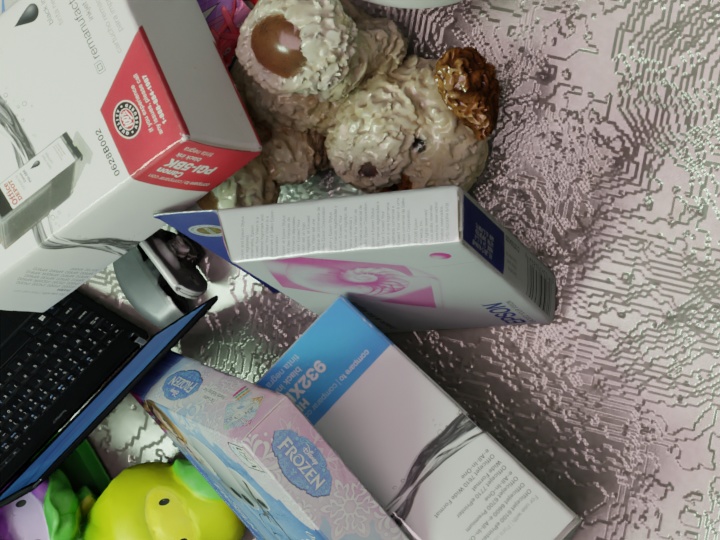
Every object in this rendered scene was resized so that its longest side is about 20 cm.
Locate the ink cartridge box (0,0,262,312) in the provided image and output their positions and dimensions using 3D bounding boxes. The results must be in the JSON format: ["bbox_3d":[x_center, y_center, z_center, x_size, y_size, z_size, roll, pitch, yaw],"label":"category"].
[{"bbox_3d":[-0.179,-0.085,1.410,0.200,0.083,0.147,-34,70,27],"label":"ink cartridge box"}]

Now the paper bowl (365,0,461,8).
[{"bbox_3d":[0.028,-0.237,1.404,0.200,0.201,0.105,28,136,15],"label":"paper bowl"}]

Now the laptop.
[{"bbox_3d":[-0.218,0.060,1.505,0.199,0.177,0.104,29,148,24],"label":"laptop"}]

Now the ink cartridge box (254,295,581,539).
[{"bbox_3d":[0.034,0.125,1.445,0.200,0.145,0.084,43,81,10],"label":"ink cartridge box"}]

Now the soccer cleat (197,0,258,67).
[{"bbox_3d":[-0.105,-0.149,1.485,0.073,0.068,0.201,19,99,18],"label":"soccer cleat"}]

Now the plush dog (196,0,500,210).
[{"bbox_3d":[0.001,-0.102,1.469,0.171,0.161,0.200,33,134,0],"label":"plush dog"}]

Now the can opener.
[{"bbox_3d":[-0.177,-0.050,1.566,0.067,0.053,0.200,-42,80,18],"label":"can opener"}]

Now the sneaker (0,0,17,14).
[{"bbox_3d":[-0.210,-0.104,1.519,0.086,0.075,0.202,-9,78,18],"label":"sneaker"}]

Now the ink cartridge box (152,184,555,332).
[{"bbox_3d":[0.000,0.000,1.430,0.199,0.196,0.044,-6,74,20],"label":"ink cartridge box"}]

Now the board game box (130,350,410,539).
[{"bbox_3d":[-0.039,0.145,1.429,0.043,0.199,0.200,-45,112,-15],"label":"board game box"}]

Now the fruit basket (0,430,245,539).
[{"bbox_3d":[-0.172,0.199,1.550,0.214,0.155,0.217,10,107,34],"label":"fruit basket"}]
